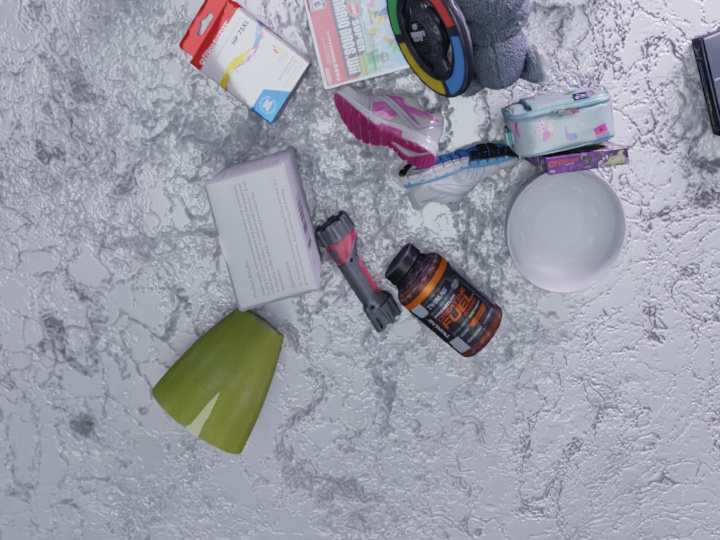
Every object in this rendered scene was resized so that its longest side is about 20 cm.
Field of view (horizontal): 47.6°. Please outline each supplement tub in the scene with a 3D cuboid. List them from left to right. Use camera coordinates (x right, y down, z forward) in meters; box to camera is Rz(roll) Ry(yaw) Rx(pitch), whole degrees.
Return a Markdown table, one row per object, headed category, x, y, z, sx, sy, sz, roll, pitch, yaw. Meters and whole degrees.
| category | x | y | z | sx | sy | sz | roll | pitch | yaw |
| --- | --- | --- | --- | --- | --- | --- | --- | --- | --- |
| supplement tub | 0.134 | 0.046 | 1.361 | 0.199 | 0.107 | 0.107 | 39 | 103 | -8 |

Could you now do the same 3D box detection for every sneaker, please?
| category | x | y | z | sx | sy | sz | roll | pitch | yaw |
| --- | --- | --- | --- | --- | --- | --- | --- | --- | --- |
| sneaker | 0.050 | -0.246 | 1.309 | 0.197 | 0.082 | 0.089 | 30 | 70 | 7 |
| sneaker | 0.165 | -0.150 | 1.338 | 0.195 | 0.075 | 0.088 | -14 | 117 | 8 |

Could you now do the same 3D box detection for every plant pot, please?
| category | x | y | z | sx | sy | sz | roll | pitch | yaw |
| --- | --- | --- | --- | --- | --- | --- | --- | --- | --- |
| plant pot | -0.221 | 0.169 | 1.382 | 0.185 | 0.187 | 0.202 | 35 | 88 | -7 |

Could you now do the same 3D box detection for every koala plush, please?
| category | x | y | z | sx | sy | sz | roll | pitch | yaw |
| --- | --- | --- | --- | --- | --- | --- | --- | --- | --- |
| koala plush | 0.200 | -0.363 | 1.233 | 0.173 | 0.186 | 0.204 | -7 | 123 | 13 |

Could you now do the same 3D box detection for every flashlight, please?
| category | x | y | z | sx | sy | sz | roll | pitch | yaw |
| --- | --- | --- | --- | --- | --- | --- | --- | --- | --- |
| flashlight | 0.000 | 0.000 | 1.379 | 0.067 | 0.068 | 0.202 | -32 | 106 | 6 |

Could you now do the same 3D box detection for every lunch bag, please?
| category | x | y | z | sx | sy | sz | roll | pitch | yaw |
| --- | --- | --- | --- | --- | --- | --- | --- | --- | --- |
| lunch bag | 0.292 | -0.227 | 1.238 | 0.156 | 0.200 | 0.079 | -9 | 103 | 6 |

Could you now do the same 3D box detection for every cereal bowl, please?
| category | x | y | z | sx | sy | sz | roll | pitch | yaw |
| --- | --- | --- | --- | --- | --- | --- | --- | --- | --- |
| cereal bowl | 0.329 | -0.072 | 1.337 | 0.194 | 0.083 | 0.206 | 0 | 104 | 1 |

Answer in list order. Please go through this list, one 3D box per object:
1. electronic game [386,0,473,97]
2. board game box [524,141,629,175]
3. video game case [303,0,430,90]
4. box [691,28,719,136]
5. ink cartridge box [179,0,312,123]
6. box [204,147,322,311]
| category | x | y | z | sx | sy | sz | roll | pitch | yaw |
| --- | --- | --- | --- | --- | --- | --- | --- | --- | --- |
| electronic game | 0.100 | -0.349 | 1.201 | 0.041 | 0.199 | 0.203 | -31 | 102 | -15 |
| board game box | 0.324 | -0.178 | 1.250 | 0.117 | 0.200 | 0.033 | -12 | 103 | 4 |
| video game case | 0.019 | -0.383 | 1.300 | 0.195 | 0.017 | 0.147 | -13 | 103 | 5 |
| box | 0.638 | -0.320 | 1.281 | 0.195 | 0.051 | 0.161 | -18 | 102 | 7 |
| ink cartridge box | -0.187 | -0.341 | 1.292 | 0.198 | 0.067 | 0.117 | 35 | 103 | -7 |
| box | -0.147 | -0.071 | 1.292 | 0.127 | 0.200 | 0.204 | -13 | 104 | 3 |
